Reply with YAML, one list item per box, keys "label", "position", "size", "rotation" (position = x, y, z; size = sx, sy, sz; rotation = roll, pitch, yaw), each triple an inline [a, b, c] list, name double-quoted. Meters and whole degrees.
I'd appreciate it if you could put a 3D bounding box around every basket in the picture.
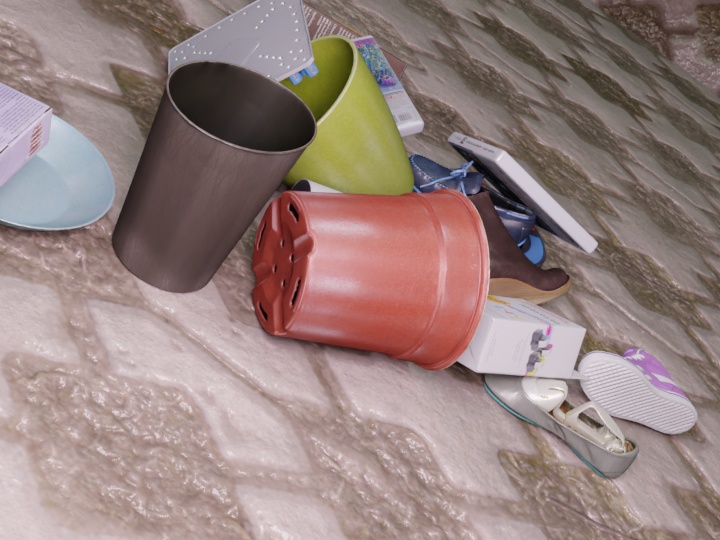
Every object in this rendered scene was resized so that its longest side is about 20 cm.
- label: "basket"
  position: [-0.158, -0.086, 1.007]
  size: [0.136, 0.200, 0.180]
  rotation: [44, 31, 15]

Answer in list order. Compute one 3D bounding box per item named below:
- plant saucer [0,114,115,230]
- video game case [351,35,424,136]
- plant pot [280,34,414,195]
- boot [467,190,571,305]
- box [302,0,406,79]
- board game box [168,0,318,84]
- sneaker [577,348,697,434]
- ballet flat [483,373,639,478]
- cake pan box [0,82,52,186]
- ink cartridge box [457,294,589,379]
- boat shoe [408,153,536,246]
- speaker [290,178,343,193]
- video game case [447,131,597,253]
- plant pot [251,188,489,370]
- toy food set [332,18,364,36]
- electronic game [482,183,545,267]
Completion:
- label: "plant saucer"
  position: [-0.343, -0.098, 0.999]
  size: [0.200, 0.039, 0.201]
  rotation: [24, 34, -18]
- label: "video game case"
  position: [-0.038, -0.240, 1.404]
  size: [0.199, 0.024, 0.182]
  rotation: [-17, 60, -18]
- label: "plant pot"
  position: [-0.023, -0.154, 1.265]
  size: [0.200, 0.187, 0.187]
  rotation: [44, 22, -36]
- label: "boot"
  position: [0.198, -0.029, 1.351]
  size: [0.200, 0.072, 0.167]
  rotation: [-17, 88, -45]
- label: "box"
  position: [-0.044, -0.307, 1.502]
  size: [0.200, 0.075, 0.100]
  rotation: [29, 76, -10]
- label: "board game box"
  position: [-0.151, -0.263, 1.275]
  size: [0.026, 0.199, 0.200]
  rotation: [53, 17, -41]
- label: "sneaker"
  position: [0.346, 0.138, 1.337]
  size: [0.200, 0.073, 0.114]
  rotation: [31, 26, -29]
- label: "ballet flat"
  position: [0.240, 0.164, 1.193]
  size: [0.200, 0.064, 0.067]
  rotation: [36, 31, 1]
- label: "cake pan box"
  position: [-0.404, -0.118, 0.893]
  size: [0.184, 0.052, 0.200]
  rotation: [23, 43, 3]
- label: "ink cartridge box"
  position: [0.183, 0.076, 1.211]
  size: [0.199, 0.068, 0.115]
  rotation: [8, 13, -38]
- label: "boat shoe"
  position: [0.156, -0.113, 1.414]
  size: [0.200, 0.069, 0.084]
  rotation: [28, 38, -5]
- label: "speaker"
  position: [0.003, -0.043, 1.226]
  size: [0.199, 0.081, 0.081]
  rotation: [19, 35, -27]
- label: "video game case"
  position: [0.224, -0.112, 1.418]
  size: [0.200, 0.023, 0.182]
  rotation: [40, 1, -22]
- label: "plant pot"
  position: [0.000, 0.000, 1.073]
  size: [0.195, 0.201, 0.201]
  rotation: [6, 41, -28]
- label: "toy food set"
  position: [-0.034, -0.341, 1.624]
  size: [0.200, 0.049, 0.198]
  rotation: [40, 31, 6]
- label: "electronic game"
  position: [0.186, -0.070, 1.480]
  size: [0.199, 0.042, 0.200]
  rotation: [25, 33, -17]
